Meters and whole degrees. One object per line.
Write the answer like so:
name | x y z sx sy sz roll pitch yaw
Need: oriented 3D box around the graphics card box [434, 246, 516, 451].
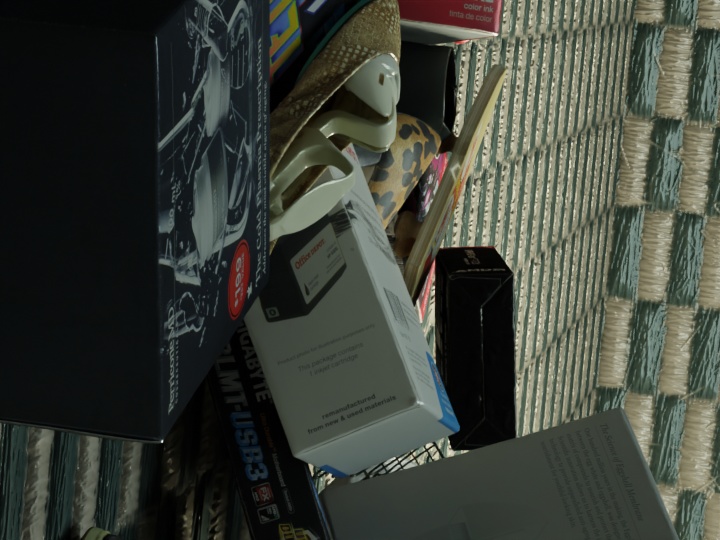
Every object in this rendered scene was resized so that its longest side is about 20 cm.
graphics card box | 0.081 0.052 1.947 0.200 0.051 0.126 -90 179 -85

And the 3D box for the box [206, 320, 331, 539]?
box | -0.045 0.154 1.658 0.200 0.050 0.199 78 -6 -58

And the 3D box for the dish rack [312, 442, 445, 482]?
dish rack | 0.004 0.119 1.850 0.200 0.055 0.153 59 20 17

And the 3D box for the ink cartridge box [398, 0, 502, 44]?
ink cartridge box | 0.044 -0.258 1.831 0.146 0.083 0.200 -172 -91 -73

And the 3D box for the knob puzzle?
knob puzzle | 0.054 -0.061 1.904 0.220 0.030 0.220 22 90 -86

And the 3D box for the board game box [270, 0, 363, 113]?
board game box | -0.056 -0.168 1.463 0.165 0.057 0.200 -51 153 -28

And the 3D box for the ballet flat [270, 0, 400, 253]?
ballet flat | -0.020 -0.071 1.485 0.200 0.065 0.071 -51 154 -27

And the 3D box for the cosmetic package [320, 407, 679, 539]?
cosmetic package | 0.100 0.212 1.668 0.199 0.200 0.123 -107 -179 -51

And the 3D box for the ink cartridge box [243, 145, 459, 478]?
ink cartridge box | -0.023 0.009 1.592 0.145 0.084 0.200 39 30 -76

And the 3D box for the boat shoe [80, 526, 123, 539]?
boat shoe | -0.124 0.230 1.471 0.073 0.065 0.200 -59 152 -60

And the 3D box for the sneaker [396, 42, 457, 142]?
sneaker | 0.004 -0.061 1.818 0.075 0.106 0.200 11 85 -78

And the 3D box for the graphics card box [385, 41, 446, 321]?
graphics card box | 0.026 -0.065 2.029 0.200 0.051 0.126 76 24 -56

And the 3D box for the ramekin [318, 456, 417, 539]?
ramekin | 0.024 0.232 1.918 0.202 0.094 0.202 43 24 -24

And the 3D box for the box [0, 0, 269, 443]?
box | -0.113 -0.051 1.271 0.182 0.104 0.200 -58 152 -61

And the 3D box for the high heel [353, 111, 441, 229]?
high heel | 0.000 0.000 1.771 0.143 0.071 0.200 -16 113 -32

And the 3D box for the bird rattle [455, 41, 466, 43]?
bird rattle | 0.099 -0.246 2.084 0.200 0.163 0.113 -76 152 -72
